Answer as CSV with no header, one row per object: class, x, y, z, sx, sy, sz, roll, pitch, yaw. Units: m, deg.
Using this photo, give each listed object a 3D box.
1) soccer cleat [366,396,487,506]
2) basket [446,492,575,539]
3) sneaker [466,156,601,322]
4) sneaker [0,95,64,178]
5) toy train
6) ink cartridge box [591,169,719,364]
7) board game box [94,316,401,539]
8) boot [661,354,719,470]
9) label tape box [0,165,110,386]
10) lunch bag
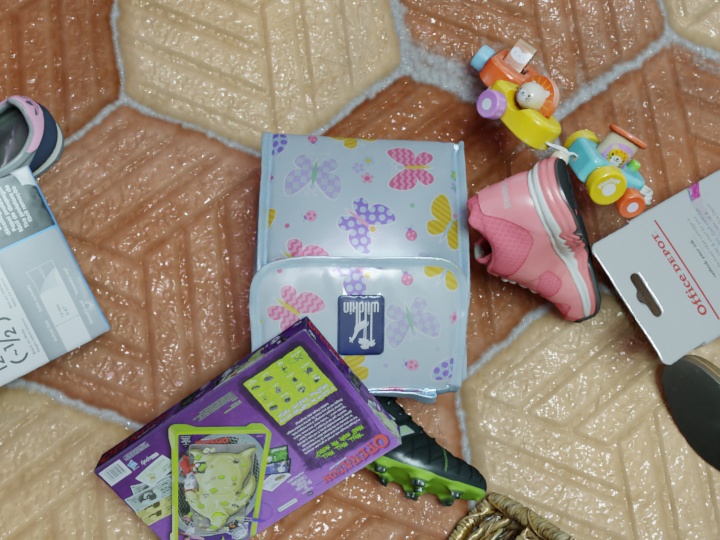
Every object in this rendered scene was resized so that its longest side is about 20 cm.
soccer cleat,0.014,0.125,0.756,0.200,0.068,0.081,23,64,1
basket,0.101,0.283,0.687,0.149,0.143,0.200,44,78,5
sneaker,0.137,-0.018,0.746,0.087,0.200,0.074,-13,57,16
sneaker,-0.332,-0.068,0.758,0.070,0.082,0.200,40,78,5
toy train,0.172,-0.129,0.775,0.200,0.150,0.056,40,118,9
ink cartridge box,0.280,-0.006,0.785,0.200,0.068,0.115,-27,81,-21
board game box,-0.084,0.134,0.701,0.200,0.032,0.120,-34,105,12
boot,0.337,0.137,0.785,0.200,0.074,0.075,46,59,2
label tape box,-0.313,0.026,0.704,0.200,0.066,0.144,-29,105,-25
lunch bag,0.000,0.000,0.741,0.169,0.127,0.201,3,70,-2
